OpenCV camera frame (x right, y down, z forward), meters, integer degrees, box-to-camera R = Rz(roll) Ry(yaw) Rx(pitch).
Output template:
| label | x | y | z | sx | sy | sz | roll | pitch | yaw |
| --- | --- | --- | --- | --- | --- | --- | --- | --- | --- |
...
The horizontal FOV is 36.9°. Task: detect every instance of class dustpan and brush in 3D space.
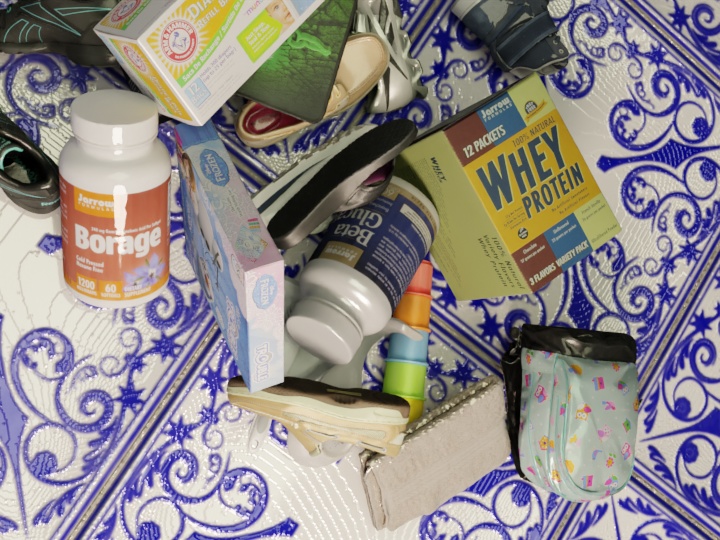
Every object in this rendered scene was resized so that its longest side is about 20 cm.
| label | x | y | z | sx | sy | sz | roll | pitch | yaw |
| --- | --- | --- | --- | --- | --- | --- | --- | --- | --- |
| dustpan and brush | -0.091 | 0.107 | 1.205 | 0.138 | 0.057 | 0.202 | 24 | 79 | -16 |

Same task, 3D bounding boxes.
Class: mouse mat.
| label | x | y | z | sx | sy | sz | roll | pitch | yaw |
| --- | --- | --- | --- | --- | --- | --- | --- | --- | --- |
| mouse mat | -0.109 | -0.262 | 1.146 | 0.198 | 0.008 | 0.163 | 19 | 81 | -16 |

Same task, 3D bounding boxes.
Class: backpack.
| label | x | y | z | sx | sy | sz | roll | pitch | yaw |
| --- | --- | --- | --- | --- | --- | --- | --- | --- | --- |
| backpack | 0.254 | 0.170 | 1.283 | 0.165 | 0.126 | 0.203 | 7 | 87 | -21 |

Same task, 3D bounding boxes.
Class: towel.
| label | x | y | z | sx | sy | sz | roll | pitch | yaw |
| --- | --- | --- | --- | --- | --- | --- | --- | --- | --- |
| towel | 0.090 | 0.212 | 1.236 | 0.198 | 0.034 | 0.134 | -29 | 133 | -18 |

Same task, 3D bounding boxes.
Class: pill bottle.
| label | x | y | z | sx | sy | sz | roll | pitch | yaw |
| --- | --- | --- | --- | --- | --- | --- | --- | --- | --- |
| pill bottle | -0.248 | -0.073 | 1.093 | 0.111 | 0.113 | 0.202 | -5 | 123 | -19 |
| pill bottle | 0.000 | 0.000 | 1.194 | 0.111 | 0.111 | 0.201 | 38 | 60 | -12 |

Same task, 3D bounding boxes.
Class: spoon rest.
| label | x | y | z | sx | sy | sz | roll | pitch | yaw |
| --- | --- | --- | --- | --- | --- | --- | --- | --- | --- |
| spoon rest | -0.011 | 0.136 | 1.217 | 0.099 | 0.061 | 0.201 | 34 | 93 | -44 |

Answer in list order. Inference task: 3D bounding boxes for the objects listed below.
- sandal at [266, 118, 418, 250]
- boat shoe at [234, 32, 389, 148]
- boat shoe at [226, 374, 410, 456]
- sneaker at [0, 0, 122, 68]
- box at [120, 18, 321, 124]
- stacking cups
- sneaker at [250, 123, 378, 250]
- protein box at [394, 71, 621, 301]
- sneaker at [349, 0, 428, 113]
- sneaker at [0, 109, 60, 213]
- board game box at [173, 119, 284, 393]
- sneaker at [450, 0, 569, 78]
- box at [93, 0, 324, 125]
| label | x | y | z | sx | sy | sz | roll | pitch | yaw |
| --- | --- | --- | --- | --- | --- | --- | --- | --- | --- |
| sandal | -0.015 | -0.090 | 1.174 | 0.200 | 0.075 | 0.048 | -40 | 123 | 1 |
| boat shoe | -0.053 | -0.199 | 1.206 | 0.199 | 0.069 | 0.074 | -34 | 96 | 2 |
| boat shoe | -0.048 | 0.161 | 1.146 | 0.197 | 0.072 | 0.077 | 10 | 98 | 0 |
| sneaker | -0.315 | -0.260 | 1.109 | 0.197 | 0.075 | 0.080 | 11 | 113 | 20 |
| box | -0.175 | -0.284 | 1.182 | 0.198 | 0.104 | 0.184 | -26 | 96 | -19 |
| stacking cups | 0.059 | 0.090 | 1.262 | 0.060 | 0.060 | 0.203 | 12 | 80 | -17 |
| sneaker | -0.049 | -0.092 | 1.230 | 0.199 | 0.076 | 0.081 | -38 | 98 | -6 |
| protein box | 0.153 | -0.087 | 1.227 | 0.134 | 0.200 | 0.200 | -32 | 96 | -17 |
| sneaker | 0.004 | -0.279 | 1.257 | 0.088 | 0.074 | 0.202 | -25 | 98 | -14 |
| sneaker | -0.384 | -0.141 | 1.108 | 0.199 | 0.079 | 0.076 | 38 | 77 | -11 |
| board game box | -0.132 | -0.013 | 1.086 | 0.043 | 0.201 | 0.200 | -19 | 55 | -18 |
| sneaker | 0.230 | -0.327 | 1.328 | 0.202 | 0.077 | 0.147 | -39 | 87 | -7 |
| box | -0.144 | -0.255 | 1.058 | 0.200 | 0.101 | 0.113 | -49 | 129 | -15 |
